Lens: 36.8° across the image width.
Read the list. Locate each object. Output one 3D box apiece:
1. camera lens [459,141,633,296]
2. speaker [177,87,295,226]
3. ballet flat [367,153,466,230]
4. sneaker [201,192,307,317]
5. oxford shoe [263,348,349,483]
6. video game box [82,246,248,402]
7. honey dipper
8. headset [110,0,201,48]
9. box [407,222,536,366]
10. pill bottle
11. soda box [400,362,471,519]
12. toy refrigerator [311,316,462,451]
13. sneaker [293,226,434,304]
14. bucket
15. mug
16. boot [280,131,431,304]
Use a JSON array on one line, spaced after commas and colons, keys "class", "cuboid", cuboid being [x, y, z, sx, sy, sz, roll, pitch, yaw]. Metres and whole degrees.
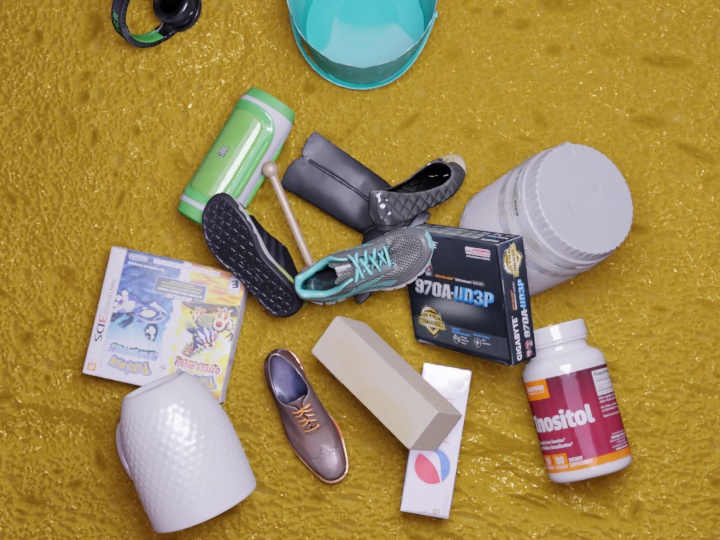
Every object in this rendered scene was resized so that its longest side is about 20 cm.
[{"class": "camera lens", "cuboid": [0.234, -0.060, 1.404, 0.160, 0.200, 0.161, 8, 71, -23]}, {"class": "speaker", "cuboid": [-0.172, -0.150, 1.503, 0.088, 0.088, 0.200, 30, 86, 5]}, {"class": "ballet flat", "cuboid": [0.082, -0.115, 1.454, 0.066, 0.200, 0.057, 13, 125, 35]}, {"class": "sneaker", "cuboid": [-0.142, -0.022, 1.478, 0.072, 0.083, 0.200, -28, 104, 21]}, {"class": "oxford shoe", "cuboid": [-0.079, 0.199, 1.467, 0.071, 0.073, 0.200, -30, 84, -1]}, {"class": "video game box", "cuboid": [-0.268, 0.075, 1.503, 0.199, 0.047, 0.183, 11, 87, 4]}, {"class": "honey dipper", "cuboid": [-0.090, -0.056, 1.490, 0.038, 0.038, 0.200, -24, 97, 0]}, {"class": "headset", "cuboid": [-0.272, -0.403, 1.526, 0.200, 0.124, 0.094, -40, 64, -16]}, {"class": "box", "cuboid": [0.137, 0.027, 1.400, 0.046, 0.200, 0.159, -17, 107, -32]}, {"class": "pill bottle", "cuboid": [0.280, 0.171, 1.434, 0.113, 0.113, 0.201, -15, 83, 1]}, {"class": "soda box", "cuboid": [0.101, 0.228, 1.461, 0.068, 0.064, 0.201, 9, 85, 4]}, {"class": "toy refrigerator", "cuboid": [0.031, 0.150, 1.425, 0.200, 0.076, 0.070, 43, 103, 30]}, {"class": "sneaker", "cuboid": [0.000, 0.000, 1.405, 0.200, 0.091, 0.078, -24, 84, 21]}, {"class": "bucket", "cuboid": [0.004, -0.355, 1.491, 0.206, 0.135, 0.208, 0, 83, 3]}, {"class": "mug", "cuboid": [-0.254, 0.235, 1.435, 0.200, 0.148, 0.176, -17, 97, 41]}, {"class": "boot", "cuboid": [-0.028, -0.074, 1.496, 0.200, 0.066, 0.165, 36, 78, 3]}]
